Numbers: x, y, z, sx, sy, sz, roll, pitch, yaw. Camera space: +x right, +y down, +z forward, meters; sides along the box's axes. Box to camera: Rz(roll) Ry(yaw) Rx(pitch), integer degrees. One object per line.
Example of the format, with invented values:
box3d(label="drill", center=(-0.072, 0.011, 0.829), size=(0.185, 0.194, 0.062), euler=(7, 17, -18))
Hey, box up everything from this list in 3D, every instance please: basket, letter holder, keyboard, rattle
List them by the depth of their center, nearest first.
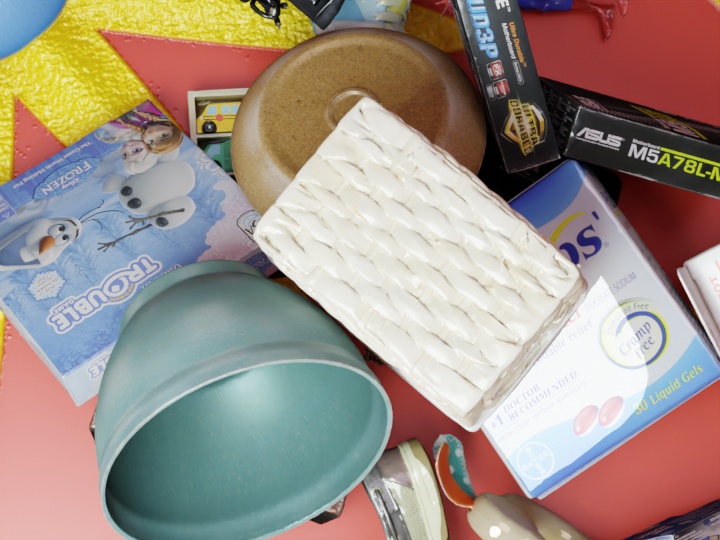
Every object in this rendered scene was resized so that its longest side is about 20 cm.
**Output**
box3d(label="basket", center=(0.039, -0.005, 0.846), size=(0.200, 0.123, 0.136), euler=(40, 91, 10))
box3d(label="letter holder", center=(-0.093, 0.097, 1.005), size=(0.199, 0.101, 0.143), euler=(20, 74, -4))
box3d(label="rattle", center=(0.104, 0.237, 1.005), size=(0.199, 0.131, 0.143), euler=(29, 116, -19))
box3d(label="keyboard", center=(-0.064, -0.254, 1.038), size=(0.039, 0.200, 0.105), euler=(22, 106, -33))
box3d(label="keyboard", center=(0.129, -0.077, 1.110), size=(0.199, 0.040, 0.105), euler=(26, 62, -9))

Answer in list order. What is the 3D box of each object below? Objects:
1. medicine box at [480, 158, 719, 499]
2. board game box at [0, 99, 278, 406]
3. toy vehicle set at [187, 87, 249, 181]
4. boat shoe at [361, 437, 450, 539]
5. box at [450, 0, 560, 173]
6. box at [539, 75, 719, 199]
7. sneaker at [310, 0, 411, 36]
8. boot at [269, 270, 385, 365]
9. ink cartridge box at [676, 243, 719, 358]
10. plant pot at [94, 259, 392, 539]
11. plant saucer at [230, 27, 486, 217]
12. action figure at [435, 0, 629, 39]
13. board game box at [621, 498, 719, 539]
box3d(label="medicine box", center=(0.157, 0.043, 1.016), size=(0.182, 0.103, 0.201), euler=(-36, 85, 14))
box3d(label="board game box", center=(-0.190, -0.023, 0.988), size=(0.199, 0.044, 0.199), euler=(-35, 56, -20))
box3d(label="toy vehicle set", center=(-0.046, -0.095, 1.089), size=(0.198, 0.027, 0.125), euler=(-4, 79, -9))
box3d(label="boat shoe", center=(0.040, 0.233, 0.999), size=(0.065, 0.072, 0.203), euler=(-13, 100, -4))
box3d(label="box", center=(0.100, -0.193, 0.994), size=(0.046, 0.159, 0.201), euler=(-17, 110, 6))
box3d(label="box", center=(0.244, -0.106, 1.051), size=(0.192, 0.200, 0.048), euler=(17, 104, -5))
box3d(label="sneaker", center=(0.025, -0.227, 1.061), size=(0.130, 0.079, 0.201), euler=(-28, 66, 17))
box3d(label="boot", center=(0.000, 0.000, 0.981), size=(0.199, 0.069, 0.175), euler=(-30, 46, 21))
box3d(label="ink cartridge box", center=(0.323, 0.028, 1.030), size=(0.067, 0.200, 0.118), euler=(-28, 82, 23))
box3d(label="plant pot", center=(-0.093, 0.079, 0.873), size=(0.199, 0.201, 0.135), euler=(-17, 51, -12))
box3d(label="plant saucer", center=(-0.004, -0.112, 0.967), size=(0.198, 0.036, 0.202), euler=(-3, 63, 5))
box3d(label="action figure", center=(0.132, -0.230, 1.124), size=(0.198, 0.065, 0.100), euler=(15, 67, -5))
box3d(label="board game box", center=(0.295, 0.289, 1.004), size=(0.199, 0.061, 0.202), euler=(-5, 77, -50))
